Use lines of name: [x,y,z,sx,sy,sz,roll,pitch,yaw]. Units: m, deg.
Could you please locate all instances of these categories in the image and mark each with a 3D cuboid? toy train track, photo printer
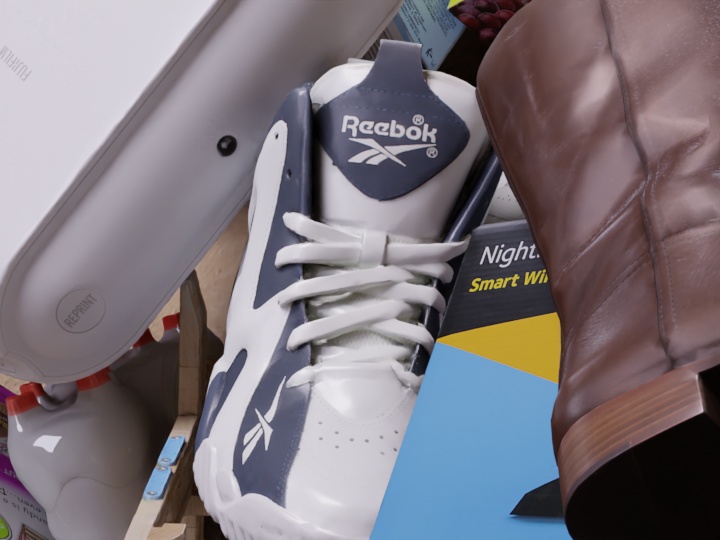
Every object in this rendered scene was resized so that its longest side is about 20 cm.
toy train track: [-0.049,0.068,0.843,0.200,0.032,0.115,-74,-14,-76]
photo printer: [-0.091,-0.062,0.898,0.200,0.069,0.166,-51,35,2]

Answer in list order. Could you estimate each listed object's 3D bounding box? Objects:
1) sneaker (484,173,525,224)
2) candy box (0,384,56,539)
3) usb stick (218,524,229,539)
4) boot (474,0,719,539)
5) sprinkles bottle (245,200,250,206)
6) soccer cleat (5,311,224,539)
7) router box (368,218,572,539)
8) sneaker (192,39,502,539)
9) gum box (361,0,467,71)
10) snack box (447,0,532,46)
sneaker: [0.094,-0.015,0.807,0.200,0.076,0.092,-35,39,48]
candy box: [-0.135,0.117,0.938,0.061,0.136,0.200,-49,26,15]
usb stick: [0.014,0.071,0.861,0.200,0.033,0.056,-9,58,56]
boot: [0.117,-0.037,0.658,0.186,0.064,0.200,-25,35,16]
sprinkles bottle: [-0.027,-0.052,1.039,0.068,0.068,0.200,-55,26,-3]
soccer cleat: [-0.089,0.066,0.972,0.069,0.078,0.200,-18,5,9]
router box: [0.102,0.050,0.671,0.200,0.051,0.149,-7,50,36]
sneaker: [0.000,0.000,0.784,0.199,0.079,0.130,-82,4,-65]
gum box: [-0.014,-0.124,1.027,0.170,0.045,0.200,-14,26,34]
snack box: [0.136,-0.171,0.914,0.200,0.068,0.169,-23,39,43]
